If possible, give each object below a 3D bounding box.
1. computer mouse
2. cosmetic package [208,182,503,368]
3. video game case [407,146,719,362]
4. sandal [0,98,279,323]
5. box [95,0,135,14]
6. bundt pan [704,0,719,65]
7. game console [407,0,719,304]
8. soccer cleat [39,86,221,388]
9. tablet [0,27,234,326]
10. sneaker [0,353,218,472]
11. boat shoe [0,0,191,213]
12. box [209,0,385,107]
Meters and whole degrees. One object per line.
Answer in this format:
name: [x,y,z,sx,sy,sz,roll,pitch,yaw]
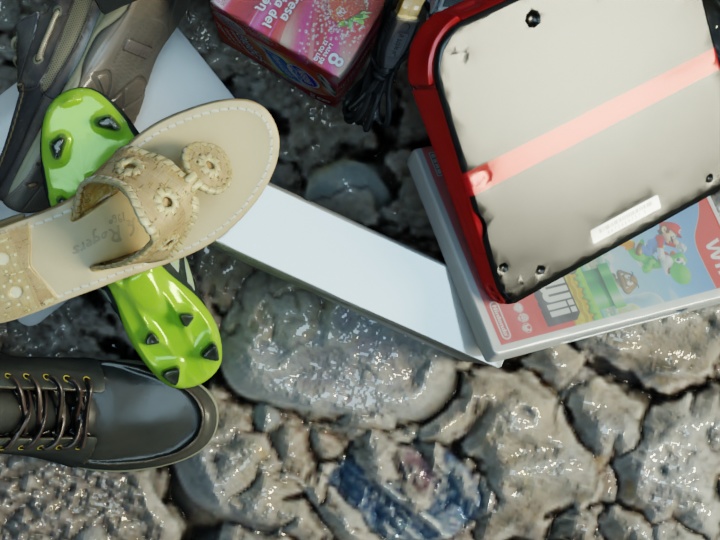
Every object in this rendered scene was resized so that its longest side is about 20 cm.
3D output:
computer mouse: [0.057,-0.170,0.824,0.044,0.110,0.200,30,41,19]
cosmetic package: [0.000,0.000,0.840,0.200,0.083,0.051,24,87,-8]
video game case: [0.143,-0.029,0.842,0.200,0.017,0.143,-12,70,-24]
sandal: [-0.131,-0.024,0.723,0.212,0.070,0.078,-27,109,-8]
box: [-0.130,-0.258,0.768,0.141,0.079,0.200,-28,52,-5]
bundt pan: [0.218,-0.207,0.873,0.202,0.076,0.202,0,90,-9]
game console: [0.134,-0.097,0.788,0.200,0.031,0.177,-27,112,-18]
soccer cleat: [-0.143,-0.019,0.803,0.067,0.081,0.200,-25,111,-10]
tablet: [-0.178,-0.074,0.849,0.200,0.014,0.130,-40,95,-7]
sneaker: [-0.186,0.091,0.801,0.200,0.106,0.075,6,89,-8]
boat shoe: [-0.175,-0.130,0.815,0.073,0.074,0.200,32,93,22]
box: [-0.003,-0.216,0.826,0.095,0.100,0.200,31,86,-1]
